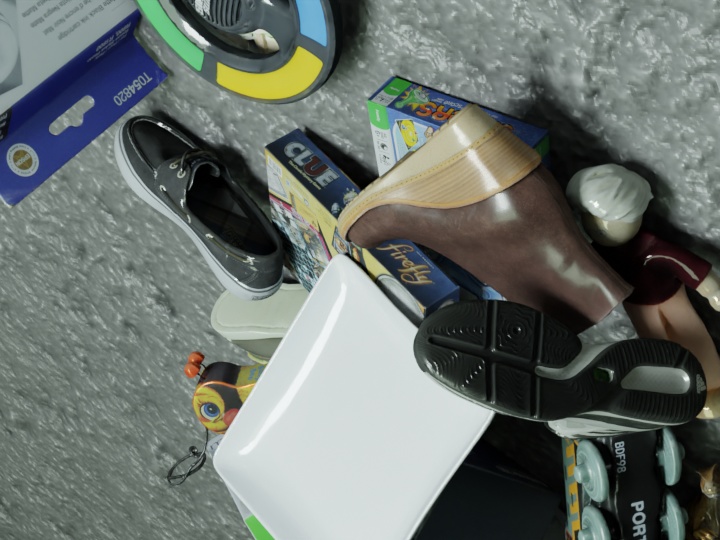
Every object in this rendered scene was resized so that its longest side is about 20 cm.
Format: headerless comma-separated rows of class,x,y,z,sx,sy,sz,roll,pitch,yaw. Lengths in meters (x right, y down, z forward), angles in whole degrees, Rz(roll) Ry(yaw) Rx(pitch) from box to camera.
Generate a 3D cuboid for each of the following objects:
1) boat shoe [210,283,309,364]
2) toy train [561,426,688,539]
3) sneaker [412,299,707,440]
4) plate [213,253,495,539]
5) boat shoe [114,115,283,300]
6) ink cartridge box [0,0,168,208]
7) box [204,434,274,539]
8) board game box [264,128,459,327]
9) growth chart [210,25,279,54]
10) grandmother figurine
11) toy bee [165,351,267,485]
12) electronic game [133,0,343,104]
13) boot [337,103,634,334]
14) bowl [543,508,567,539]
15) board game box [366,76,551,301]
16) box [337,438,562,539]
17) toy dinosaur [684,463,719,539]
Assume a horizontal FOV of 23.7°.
boat shoe,-0.035,0.050,1.446,0.201,0.072,0.060,5,149,39
toy train,0.191,0.177,1.282,0.114,0.085,0.201,-131,31,-67
sneaker,0.116,0.080,1.137,0.200,0.076,0.115,12,157,-16
plate,-0.003,0.121,1.249,0.032,0.200,0.200,16,-159,-48
boat shoe,-0.129,-0.064,1.395,0.200,0.070,0.066,52,149,21
ink cartridge box,-0.263,-0.181,1.310,0.200,0.200,0.041,49,142,-9
box,-0.041,0.241,1.576,0.200,0.097,0.176,62,173,-24
board game box,0.000,0.000,1.321,0.200,0.035,0.136,46,155,30
growth chart,-0.116,-0.223,1.269,0.200,0.018,0.145,22,142,32
grandmother figurine,0.195,0.012,1.153,0.121,0.061,0.200,-5,127,40
toy bee,-0.104,0.116,1.514,0.109,0.200,0.131,61,178,-24
electronic game,-0.096,-0.203,1.217,0.200,0.042,0.200,27,144,22
boot,0.078,-0.010,1.166,0.166,0.072,0.200,51,147,-2
bowl,0.127,0.248,1.467,0.201,0.090,0.201,28,144,23
board game box,0.079,-0.035,1.247,0.135,0.034,0.200,23,142,32
box,0.030,0.160,1.337,0.200,0.105,0.148,32,-174,42
toy dinosaur,0.258,0.207,1.323,0.106,0.060,0.200,65,156,22
